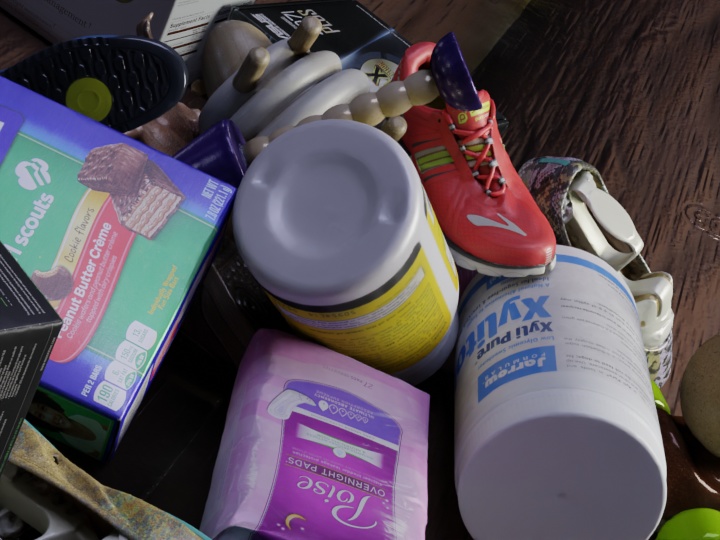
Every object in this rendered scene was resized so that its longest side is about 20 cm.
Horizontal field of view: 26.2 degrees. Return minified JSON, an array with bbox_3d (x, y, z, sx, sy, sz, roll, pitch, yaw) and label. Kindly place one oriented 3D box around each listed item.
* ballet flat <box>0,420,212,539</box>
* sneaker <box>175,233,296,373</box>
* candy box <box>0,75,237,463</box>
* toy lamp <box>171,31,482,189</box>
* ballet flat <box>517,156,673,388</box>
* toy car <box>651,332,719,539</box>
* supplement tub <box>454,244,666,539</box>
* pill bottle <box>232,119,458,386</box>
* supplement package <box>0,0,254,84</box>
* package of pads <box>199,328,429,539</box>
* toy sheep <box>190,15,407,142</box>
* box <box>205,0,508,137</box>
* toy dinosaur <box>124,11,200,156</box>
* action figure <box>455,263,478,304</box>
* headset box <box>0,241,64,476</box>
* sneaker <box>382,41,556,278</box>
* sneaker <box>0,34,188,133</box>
[{"bbox_3d":[-0.142,0.136,0.771,0.199,0.071,0.071,32,29,19],"label":"ballet flat"},{"bbox_3d":[-0.116,0.010,1.002,0.200,0.075,0.070,52,19,5],"label":"sneaker"},{"bbox_3d":[-0.195,-0.012,0.887,0.199,0.077,0.170,25,58,-1],"label":"candy box"},{"bbox_3d":[-0.025,-0.089,0.971,0.199,0.058,0.058,-21,36,6],"label":"toy lamp"},{"bbox_3d":[0.182,0.004,1.102,0.201,0.072,0.072,56,25,-16],"label":"ballet flat"},{"bbox_3d":[0.270,0.094,1.039,0.157,0.201,0.165,13,32,-24],"label":"toy car"},{"bbox_3d":[0.125,0.084,1.006,0.131,0.132,0.200,22,29,-9],"label":"supplement tub"},{"bbox_3d":[0.000,0.000,0.966,0.114,0.114,0.200,42,-8,25],"label":"pill bottle"},{"bbox_3d":[-0.183,-0.282,1.263,0.191,0.201,0.147,34,30,13],"label":"supplement package"},{"bbox_3d":[-0.025,0.124,0.877,0.120,0.076,0.200,20,30,-8],"label":"package of pads"},{"bbox_3d":[-0.039,-0.090,1.069,0.200,0.138,0.138,53,33,5],"label":"toy sheep"},{"bbox_3d":[-0.005,-0.138,1.298,0.200,0.086,0.163,42,33,24],"label":"box"},{"bbox_3d":[-0.143,-0.089,1.117,0.135,0.086,0.200,42,37,-18],"label":"toy dinosaur"},{"bbox_3d":[0.065,0.005,1.153,0.199,0.134,0.150,-6,84,-26],"label":"action figure"},{"bbox_3d":[-0.256,0.071,0.669,0.199,0.175,0.093,-11,47,-46],"label":"headset box"},{"bbox_3d":[0.069,-0.078,1.046,0.077,0.085,0.200,-15,52,-25],"label":"sneaker"},{"bbox_3d":[-0.206,-0.109,1.017,0.199,0.066,0.078,-17,9,7],"label":"sneaker"}]
